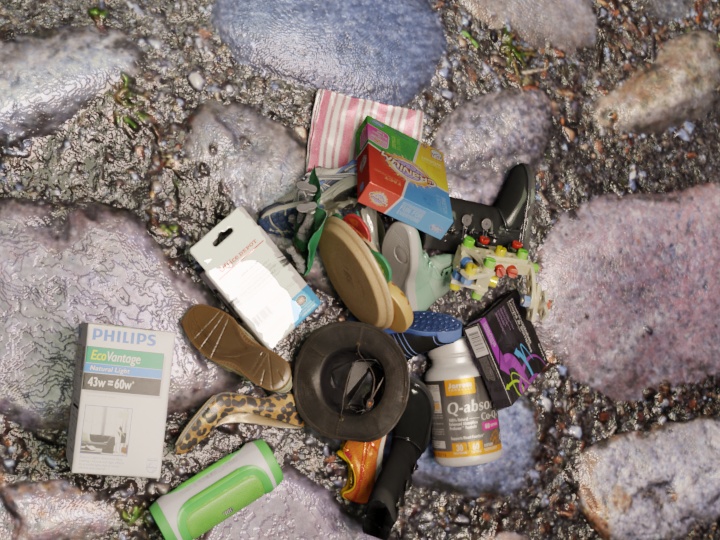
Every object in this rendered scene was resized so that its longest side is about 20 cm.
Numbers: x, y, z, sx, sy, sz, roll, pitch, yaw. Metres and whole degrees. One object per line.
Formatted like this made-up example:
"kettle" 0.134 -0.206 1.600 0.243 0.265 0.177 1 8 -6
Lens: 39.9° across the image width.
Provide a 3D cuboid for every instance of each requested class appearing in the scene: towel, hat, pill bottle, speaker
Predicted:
"towel" 0.010 -0.214 1.660 0.197 0.030 0.149 10 84 -17
"hat" -0.004 0.172 1.554 0.197 0.081 0.205 -2 86 22
"pill bottle" 0.166 0.212 1.632 0.114 0.116 0.204 -7 88 -18
"speaker" -0.218 0.340 1.514 0.198 0.088 0.089 -30 95 -17

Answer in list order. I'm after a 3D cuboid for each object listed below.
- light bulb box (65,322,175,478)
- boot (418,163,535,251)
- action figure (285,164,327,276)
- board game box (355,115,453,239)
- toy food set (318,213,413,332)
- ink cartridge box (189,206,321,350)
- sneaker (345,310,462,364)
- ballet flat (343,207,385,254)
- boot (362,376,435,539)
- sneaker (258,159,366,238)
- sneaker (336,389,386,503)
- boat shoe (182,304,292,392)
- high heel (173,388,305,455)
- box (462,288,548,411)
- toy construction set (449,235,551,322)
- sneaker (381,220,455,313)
"light bulb box" -0.348 0.181 1.425 0.123 0.198 0.204 7 85 -19
"boot" 0.193 -0.110 1.690 0.196 0.066 0.168 5 83 -13
"action figure" -0.088 -0.054 1.537 0.054 0.201 0.120 4 56 -6
"board game box" 0.067 -0.150 1.576 0.151 0.041 0.201 23 34 -19
"toy food set" 0.000 0.000 1.531 0.048 0.199 0.200 -29 114 -19
"ink cartridge box" -0.170 0.013 1.563 0.116 0.068 0.201 -41 99 -16
"sneaker" 0.069 0.116 1.600 0.196 0.070 0.079 -1 116 16
"ballet flat" 0.019 -0.031 1.635 0.068 0.069 0.204 -8 87 -18
"boot" 0.054 0.289 1.537 0.201 0.065 0.167 -55 146 -45
"sneaker" -0.072 -0.119 1.602 0.197 0.077 0.086 -19 51 3
"sneaker" 0.002 0.272 1.600 0.076 0.073 0.204 7 81 -9
"boat shoe" -0.191 0.127 1.531 0.199 0.063 0.074 36 76 15
"high heel" -0.182 0.246 1.537 0.143 0.071 0.200 46 65 -3
"box" 0.244 0.126 1.646 0.200 0.036 0.145 -31 99 -60
"toy construction set" 0.230 0.006 1.614 0.198 0.132 0.093 22 113 -25
"sneaker" 0.101 -0.022 1.609 0.118 0.073 0.202 -34 140 -26
